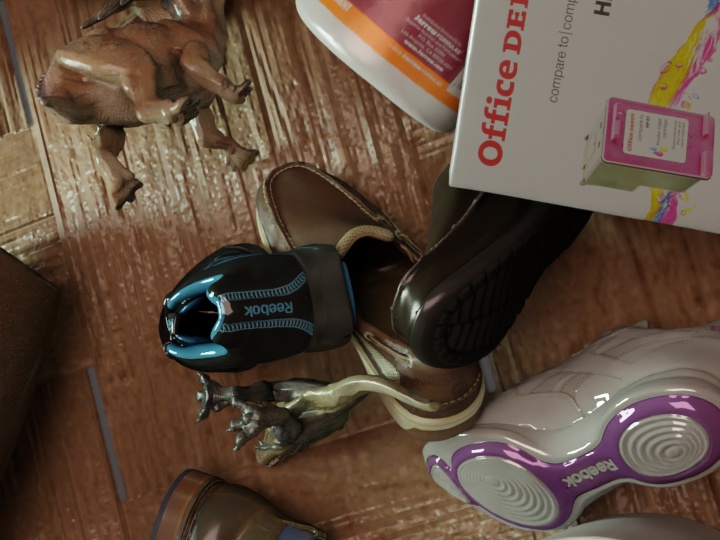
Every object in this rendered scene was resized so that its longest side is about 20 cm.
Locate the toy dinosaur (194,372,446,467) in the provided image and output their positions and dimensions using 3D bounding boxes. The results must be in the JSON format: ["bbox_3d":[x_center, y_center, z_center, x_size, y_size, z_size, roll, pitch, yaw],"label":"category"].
[{"bbox_3d":[-0.037,0.076,0.854,0.087,0.200,0.048,3,78,-23],"label":"toy dinosaur"}]

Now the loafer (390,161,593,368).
[{"bbox_3d":[0.063,-0.019,0.822,0.071,0.200,0.074,26,127,18],"label":"loafer"}]

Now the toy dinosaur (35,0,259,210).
[{"bbox_3d":[-0.134,-0.119,0.921,0.136,0.199,0.086,46,132,18],"label":"toy dinosaur"}]

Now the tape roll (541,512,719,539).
[{"bbox_3d":[0.134,0.229,0.799,0.200,0.139,0.206,-1,87,21],"label":"tape roll"}]

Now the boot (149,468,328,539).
[{"bbox_3d":[-0.084,0.225,0.919,0.096,0.075,0.203,11,89,24],"label":"boot"}]

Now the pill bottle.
[{"bbox_3d":[0.067,-0.187,0.855,0.114,0.114,0.201,43,101,18],"label":"pill bottle"}]

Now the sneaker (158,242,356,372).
[{"bbox_3d":[-0.080,0.020,0.878,0.199,0.081,0.074,-19,80,61],"label":"sneaker"}]

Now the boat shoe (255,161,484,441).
[{"bbox_3d":[0.005,-0.003,0.871,0.074,0.075,0.203,-30,55,-18],"label":"boat shoe"}]

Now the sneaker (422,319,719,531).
[{"bbox_3d":[0.124,0.081,0.856,0.199,0.100,0.075,-19,116,37],"label":"sneaker"}]

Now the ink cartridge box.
[{"bbox_3d":[0.148,-0.102,0.756,0.197,0.085,0.146,11,119,7],"label":"ink cartridge box"}]

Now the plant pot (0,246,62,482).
[{"bbox_3d":[-0.276,0.069,0.962,0.186,0.187,0.201,32,83,20],"label":"plant pot"}]
